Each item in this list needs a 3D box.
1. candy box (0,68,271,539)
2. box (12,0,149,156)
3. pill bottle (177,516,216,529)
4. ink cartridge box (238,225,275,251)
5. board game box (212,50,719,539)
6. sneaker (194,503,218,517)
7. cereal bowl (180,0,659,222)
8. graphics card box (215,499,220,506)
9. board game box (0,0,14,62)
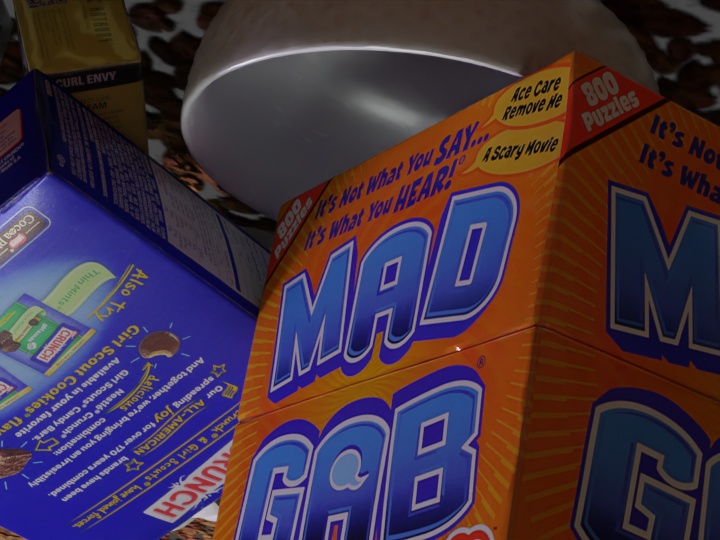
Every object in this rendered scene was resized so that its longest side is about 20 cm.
[{"bbox_3d":[-0.126,0.034,0.707,0.169,0.077,0.200,-35,132,18],"label":"candy box"},{"bbox_3d":[-0.124,-0.037,0.747,0.050,0.076,0.201,-10,138,-12],"label":"box"},{"bbox_3d":[-0.156,0.120,1.103,0.198,0.115,0.114,1,156,29],"label":"pill bottle"},{"bbox_3d":[0.000,0.000,0.853,0.199,0.051,0.160,-12,166,43],"label":"ink cartridge box"},{"bbox_3d":[0.082,0.073,0.619,0.199,0.202,0.199,23,156,-27],"label":"board game box"},{"bbox_3d":[-0.165,0.081,0.922,0.198,0.073,0.113,1,135,4],"label":"sneaker"},{"bbox_3d":[0.030,-0.076,0.662,0.198,0.084,0.200,11,159,4],"label":"cereal bowl"},{"bbox_3d":[-0.020,0.119,0.805,0.126,0.051,0.199,53,162,-26],"label":"graphics card box"},{"bbox_3d":[-0.227,-0.120,0.667,0.102,0.106,0.200,11,158,5],"label":"board game box"}]
